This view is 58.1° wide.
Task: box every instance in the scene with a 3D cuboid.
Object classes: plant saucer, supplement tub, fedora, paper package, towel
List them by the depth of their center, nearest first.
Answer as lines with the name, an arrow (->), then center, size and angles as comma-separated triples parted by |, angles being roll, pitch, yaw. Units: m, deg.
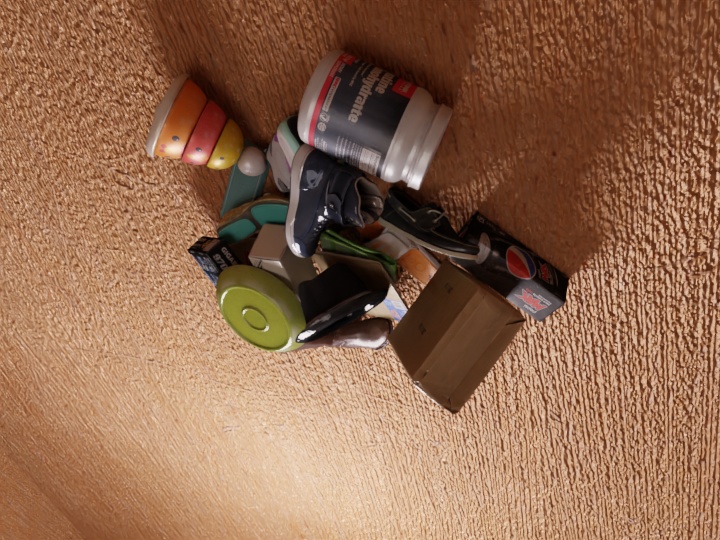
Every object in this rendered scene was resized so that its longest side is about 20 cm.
supplement tub -> 0.020, -0.216, 0.939 | 0.197, 0.141, 0.142 | 25, 137, 3
paper package -> 0.151, 0.102, 1.075 | 0.103, 0.200, 0.192 | 36, 94, -14
fedora -> -0.046, 0.045, 1.099 | 0.200, 0.199, 0.093 | -35, 80, 44
plant saucer -> -0.186, 0.080, 1.178 | 0.196, 0.031, 0.203 | 17, 134, 18
towel -> 0.000, 0.000, 1.179 | 0.147, 0.031, 0.201 | 23, 156, 10
plant saucer -> -0.218, -0.154, 1.209 | 0.069, 0.019, 0.201 | 28, 136, -1

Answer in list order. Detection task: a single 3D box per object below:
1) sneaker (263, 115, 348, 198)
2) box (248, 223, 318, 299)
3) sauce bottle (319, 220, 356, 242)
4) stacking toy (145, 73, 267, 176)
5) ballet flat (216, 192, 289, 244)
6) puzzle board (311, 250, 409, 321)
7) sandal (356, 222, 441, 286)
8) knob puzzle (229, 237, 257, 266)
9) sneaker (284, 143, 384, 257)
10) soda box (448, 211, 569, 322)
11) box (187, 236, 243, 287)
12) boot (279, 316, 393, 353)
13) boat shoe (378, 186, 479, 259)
sneaker -> -0.087, -0.149, 1.104 | 0.201, 0.078, 0.139 | 53, 137, -3
box -> -0.130, 0.011, 1.191 | 0.067, 0.083, 0.202 | 6, 143, 22
sauce bottle -> -0.081, -0.083, 1.169 | 0.197, 0.065, 0.065 | -13, 124, 35
stacking toy -> -0.246, -0.221, 1.089 | 0.197, 0.148, 0.146 | 26, 138, -14
ballet flat -> -0.183, -0.105, 1.182 | 0.197, 0.071, 0.071 | -18, 121, 33
puzzle board -> 0.011, 0.030, 1.171 | 0.148, 0.018, 0.201 | 10, 151, 34
sandal -> 0.072, -0.026, 1.147 | 0.206, 0.060, 0.079 | 40, 136, -11
knob puzzle -> -0.196, 0.000, 1.327 | 0.215, 0.031, 0.222 | 17, 142, 14
sneaker -> -0.041, -0.079, 1.009 | 0.144, 0.077, 0.205 | 25, 136, 17
soda box -> 0.247, -0.005, 1.076 | 0.198, 0.064, 0.071 | 34, 137, -6
box -> -0.247, 0.027, 1.272 | 0.201, 0.046, 0.158 | 55, 161, -20
boot -> -0.058, 0.126, 1.257 | 0.197, 0.066, 0.185 | 4, 164, -33
boat shoe -> 0.110, -0.074, 1.038 | 0.199, 0.071, 0.069 | 32, 108, 36
